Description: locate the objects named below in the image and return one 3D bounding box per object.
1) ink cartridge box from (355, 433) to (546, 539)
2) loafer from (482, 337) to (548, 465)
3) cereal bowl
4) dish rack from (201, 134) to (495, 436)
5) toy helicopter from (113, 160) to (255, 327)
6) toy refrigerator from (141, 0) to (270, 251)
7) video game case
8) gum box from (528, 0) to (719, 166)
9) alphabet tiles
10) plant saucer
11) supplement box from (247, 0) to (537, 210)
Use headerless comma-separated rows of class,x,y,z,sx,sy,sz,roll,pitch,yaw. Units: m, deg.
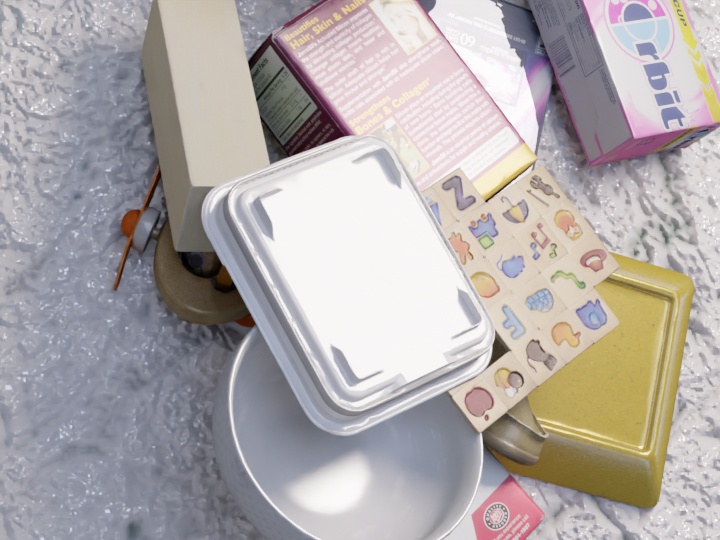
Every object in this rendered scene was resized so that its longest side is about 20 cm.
ink cartridge box,0.016,0.164,1.512,0.145,0.083,0.200,-41,90,-25
loafer,0.089,0.061,1.531,0.076,0.067,0.201,22,29,-53
cereal bowl,-0.018,0.121,1.410,0.199,0.083,0.202,14,59,-24
dish rack,0.000,0.000,1.403,0.171,0.044,0.201,-22,78,-34
toy helicopter,-0.128,-0.052,1.544,0.131,0.079,0.202,-2,64,-11
toy refrigerator,-0.114,-0.115,1.505,0.069,0.076,0.201,-1,51,-17
video game case,0.085,-0.139,1.662,0.142,0.019,0.202,18,69,-14
gum box,0.218,-0.198,1.687,0.113,0.066,0.202,-12,78,-35
alphabet tiles,0.101,0.004,1.481,0.199,0.008,0.168,-33,83,-35
plant saucer,0.175,0.070,1.606,0.198,0.048,0.202,16,74,-14
supplement box,0.018,-0.116,1.562,0.131,0.103,0.201,-36,89,-28
